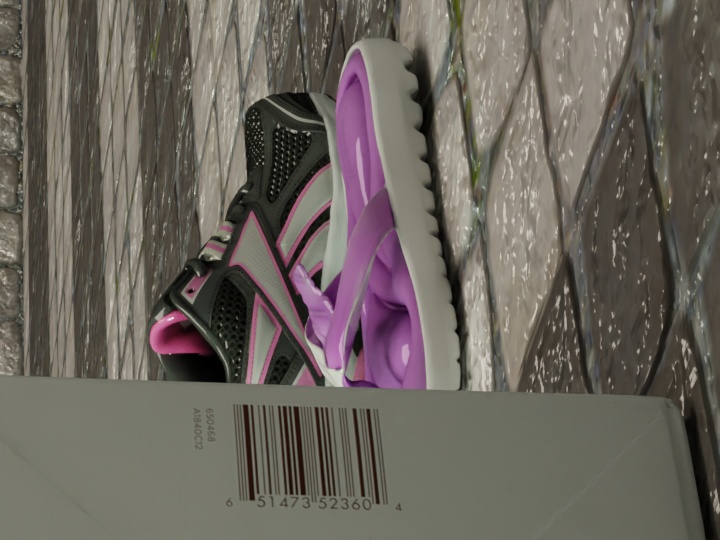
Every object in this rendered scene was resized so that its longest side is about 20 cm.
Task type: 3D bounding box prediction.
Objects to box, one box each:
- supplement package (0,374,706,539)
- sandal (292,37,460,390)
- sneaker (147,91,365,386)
[{"bbox_3d":[-0.025,0.142,0.697,0.200,0.190,0.148,106,163,-51],"label":"supplement package"},{"bbox_3d":[-0.001,0.005,0.988,0.083,0.049,0.203,104,164,-48],"label":"sandal"},{"bbox_3d":[-0.041,0.008,1.108,0.081,0.086,0.201,107,163,-47],"label":"sneaker"}]
